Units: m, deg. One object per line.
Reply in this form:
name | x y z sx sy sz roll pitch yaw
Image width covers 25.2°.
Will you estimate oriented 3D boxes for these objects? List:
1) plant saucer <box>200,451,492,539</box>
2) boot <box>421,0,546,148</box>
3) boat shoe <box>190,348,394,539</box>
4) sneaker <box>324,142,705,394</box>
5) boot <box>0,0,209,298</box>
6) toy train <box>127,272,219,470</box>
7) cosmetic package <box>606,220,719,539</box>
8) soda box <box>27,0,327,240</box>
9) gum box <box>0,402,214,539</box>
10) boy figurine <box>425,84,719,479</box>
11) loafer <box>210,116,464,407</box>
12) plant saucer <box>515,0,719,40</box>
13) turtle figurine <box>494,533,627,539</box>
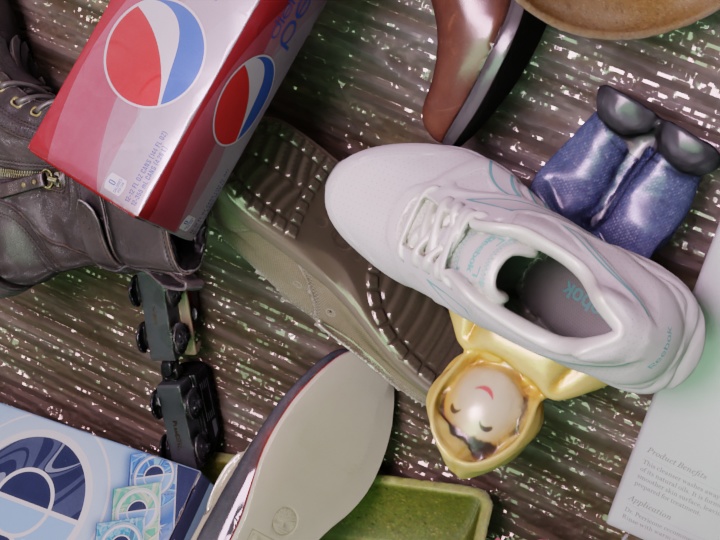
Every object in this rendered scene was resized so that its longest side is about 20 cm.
plant saucer | -0.033 0.210 0.884 0.198 0.202 0.048 4 154 25
boot | 0.001 -0.175 0.775 0.198 0.068 0.190 23 116 14
boat shoe | -0.050 0.129 0.868 0.071 0.201 0.062 35 166 -28
sneaker | 0.057 -0.011 0.717 0.199 0.080 0.071 27 97 32
boot | -0.146 -0.080 0.832 0.173 0.069 0.202 -12 89 41
toy train | -0.108 0.015 0.901 0.034 0.046 0.202 -2 109 21
cosmetic package | 0.203 0.045 0.764 0.112 0.081 0.202 24 114 12
soda box | -0.064 -0.119 0.727 0.070 0.063 0.201 30 91 20
gum box | -0.197 0.171 0.915 0.198 0.171 0.045 13 157 28
boy figurine | 0.088 0.009 0.778 0.124 0.064 0.201 35 97 8
loafer | 0.000 0.000 0.839 0.200 0.076 0.068 44 158 -8
plant saucer | 0.123 -0.199 0.682 0.198 0.035 0.202 -13 125 -19
turtle figurine | 0.104 0.223 0.859 0.201 0.149 0.101 -61 37 7
